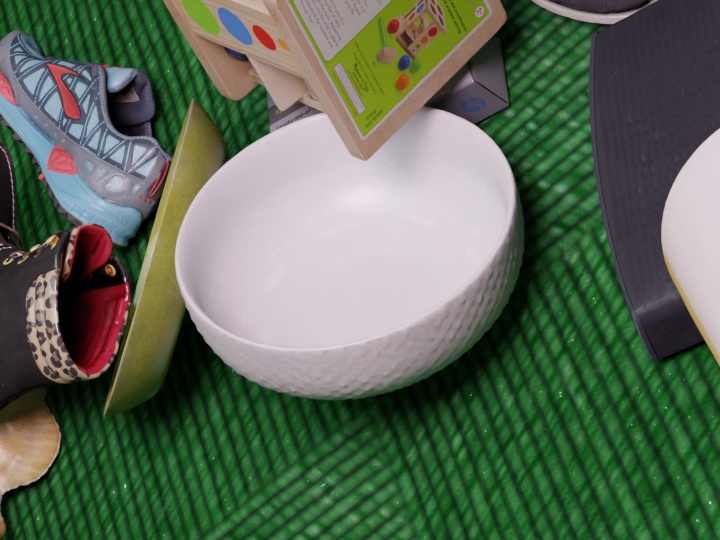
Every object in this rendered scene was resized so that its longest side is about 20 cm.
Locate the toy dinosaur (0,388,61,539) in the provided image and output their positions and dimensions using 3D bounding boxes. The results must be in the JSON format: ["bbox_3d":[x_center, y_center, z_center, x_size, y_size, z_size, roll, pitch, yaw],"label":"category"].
[{"bbox_3d":[-0.237,0.101,1.606,0.101,0.058,0.200,6,68,28],"label":"toy dinosaur"}]

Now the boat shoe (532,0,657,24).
[{"bbox_3d":[0.099,-0.210,1.407,0.074,0.060,0.200,-45,55,-5],"label":"boat shoe"}]

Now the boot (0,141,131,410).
[{"bbox_3d":[-0.214,-0.004,1.544,0.150,0.073,0.201,-16,61,42],"label":"boot"}]

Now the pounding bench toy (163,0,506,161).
[{"bbox_3d":[-0.043,-0.191,1.375,0.124,0.200,0.156,-46,42,-17],"label":"pounding bench toy"}]

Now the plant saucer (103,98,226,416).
[{"bbox_3d":[-0.116,-0.004,1.483,0.200,0.031,0.201,-164,90,-84],"label":"plant saucer"}]

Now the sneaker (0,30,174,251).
[{"bbox_3d":[-0.178,-0.104,1.638,0.096,0.079,0.200,-44,55,10],"label":"sneaker"}]

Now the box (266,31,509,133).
[{"bbox_3d":[0.009,-0.157,1.503,0.156,0.041,0.200,-27,54,30],"label":"box"}]

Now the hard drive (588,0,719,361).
[{"bbox_3d":[0.182,-0.065,1.289,0.135,0.042,0.200,-26,53,32],"label":"hard drive"}]

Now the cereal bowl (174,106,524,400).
[{"bbox_3d":[0.000,0.000,1.373,0.199,0.083,0.200,-11,42,10],"label":"cereal bowl"}]

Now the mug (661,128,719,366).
[{"bbox_3d":[0.230,0.033,1.113,0.149,0.187,0.153,-21,37,10],"label":"mug"}]
